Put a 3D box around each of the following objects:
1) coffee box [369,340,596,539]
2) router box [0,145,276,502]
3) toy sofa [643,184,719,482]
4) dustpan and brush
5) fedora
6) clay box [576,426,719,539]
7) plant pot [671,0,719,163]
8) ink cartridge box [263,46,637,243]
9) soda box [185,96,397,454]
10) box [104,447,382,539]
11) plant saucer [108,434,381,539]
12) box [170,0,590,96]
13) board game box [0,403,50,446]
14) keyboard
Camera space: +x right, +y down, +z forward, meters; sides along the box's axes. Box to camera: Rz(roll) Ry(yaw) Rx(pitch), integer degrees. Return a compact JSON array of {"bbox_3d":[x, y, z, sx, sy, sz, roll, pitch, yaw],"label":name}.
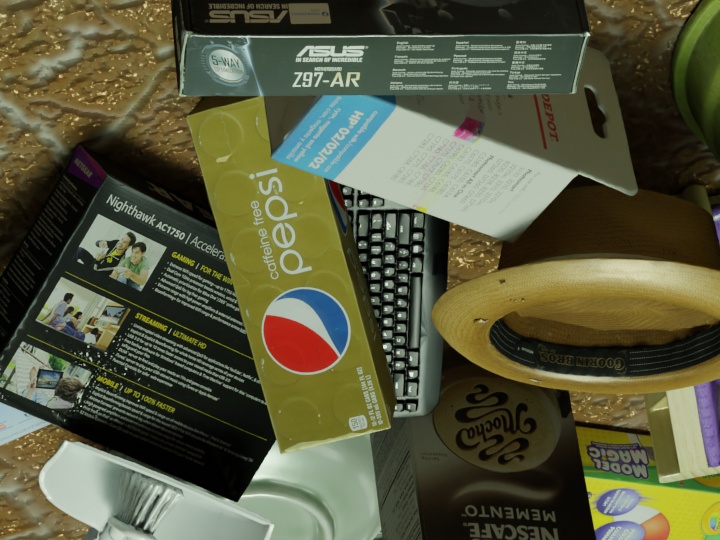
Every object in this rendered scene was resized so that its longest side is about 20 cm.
[{"bbox_3d":[0.071,0.118,1.651,0.112,0.201,0.080,5,140,-16],"label":"coffee box"},{"bbox_3d":[-0.117,0.035,1.587,0.199,0.051,0.150,27,99,-35],"label":"router box"},{"bbox_3d":[0.216,0.041,1.675,0.097,0.083,0.201,-11,141,6],"label":"toy sofa"},{"bbox_3d":[-0.142,0.152,1.648,0.139,0.058,0.200,23,172,-12],"label":"dustpan and brush"},{"bbox_3d":[0.141,0.005,1.521,0.199,0.082,0.201,4,157,2],"label":"fedora"},{"bbox_3d":[0.182,0.163,1.845,0.199,0.048,0.115,9,139,-18],"label":"clay box"},{"bbox_3d":[0.286,-0.056,1.488,0.199,0.185,0.201,-5,140,-4],"label":"plant pot"},{"bbox_3d":[0.046,-0.091,1.459,0.199,0.116,0.068,18,134,-28],"label":"ink cartridge box"},{"bbox_3d":[-0.037,-0.006,1.505,0.067,0.064,0.201,-14,101,8],"label":"soda box"},{"bbox_3d":[-0.072,0.146,1.787,0.198,0.040,0.137,-2,140,-8],"label":"box"},{"bbox_3d":[-0.072,0.158,1.731,0.199,0.050,0.201,-5,137,-5],"label":"plant saucer"},{"bbox_3d":[0.003,-0.158,1.336,0.198,0.161,0.044,0,140,-8],"label":"box"},{"bbox_3d":[-0.214,0.063,1.679,0.199,0.020,0.103,-23,140,18],"label":"board game box"},{"bbox_3d":[0.000,0.000,1.556,0.103,0.040,0.201,0,114,-1],"label":"keyboard"}]
